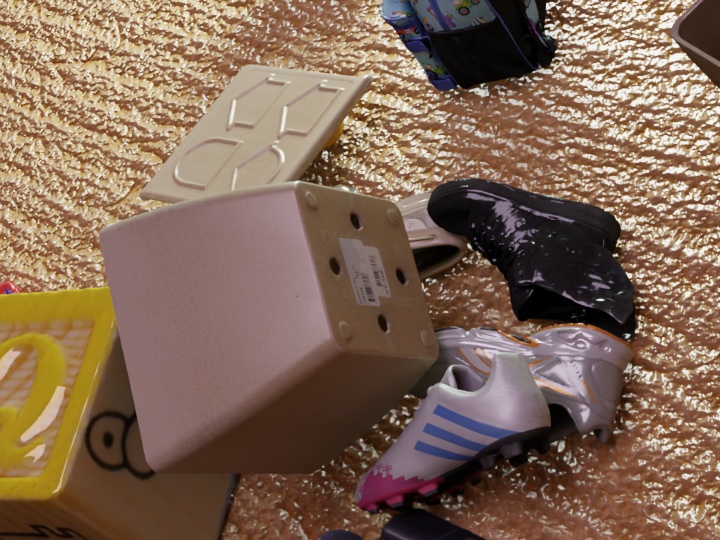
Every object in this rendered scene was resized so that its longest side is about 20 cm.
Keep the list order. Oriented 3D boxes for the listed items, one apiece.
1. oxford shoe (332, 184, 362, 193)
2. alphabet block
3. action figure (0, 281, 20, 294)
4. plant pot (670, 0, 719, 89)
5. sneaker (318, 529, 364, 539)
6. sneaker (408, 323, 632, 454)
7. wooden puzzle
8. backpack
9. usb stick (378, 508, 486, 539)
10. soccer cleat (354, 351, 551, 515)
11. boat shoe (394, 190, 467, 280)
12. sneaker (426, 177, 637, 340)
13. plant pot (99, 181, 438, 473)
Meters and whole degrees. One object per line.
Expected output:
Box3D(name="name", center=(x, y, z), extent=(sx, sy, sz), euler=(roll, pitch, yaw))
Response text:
Box3D(name="oxford shoe", center=(-0.079, -0.010, 1.535), extent=(0.200, 0.074, 0.071), euler=(-45, 44, 0))
Box3D(name="alphabet block", center=(-0.236, 0.147, 1.446), extent=(0.195, 0.200, 0.197), euler=(-6, 55, 33))
Box3D(name="action figure", center=(-0.353, 0.069, 1.697), extent=(0.065, 0.052, 0.201), euler=(-34, 40, 3))
Box3D(name="plant pot", center=(0.382, -0.149, 1.228), extent=(0.200, 0.177, 0.200), euler=(-44, 44, 0))
Box3D(name="sneaker", center=(0.023, 0.237, 1.227), extent=(0.076, 0.147, 0.203), euler=(-12, 47, -20))
Box3D(name="sneaker", center=(0.112, 0.096, 1.324), extent=(0.198, 0.076, 0.093), euler=(-6, 62, 36))
Box3D(name="wooden puzzle", center=(-0.096, -0.118, 1.634), extent=(0.199, 0.046, 0.186), euler=(8, 53, 45))
Box3D(name="backpack", center=(0.085, -0.284, 1.527), extent=(0.133, 0.200, 0.184), euler=(-13, 53, 28))
Box3D(name="usb stick", center=(0.096, 0.225, 1.259), extent=(0.055, 0.033, 0.199), euler=(-17, 26, -40))
Box3D(name="soccer cleat", center=(0.066, 0.124, 1.300), extent=(0.199, 0.069, 0.087), euler=(-31, 68, 40))
Box3D(name="boat shoe", center=(0.000, 0.000, 1.477), extent=(0.198, 0.072, 0.065), euler=(-23, 47, 13))
Box3D(name="sneaker", center=(0.135, -0.008, 1.373), extent=(0.198, 0.060, 0.105), euler=(11, 59, 21))
Box3D(name="plant pot", center=(-0.057, 0.035, 1.331), extent=(0.176, 0.199, 0.202), euler=(-26, 69, 32))
